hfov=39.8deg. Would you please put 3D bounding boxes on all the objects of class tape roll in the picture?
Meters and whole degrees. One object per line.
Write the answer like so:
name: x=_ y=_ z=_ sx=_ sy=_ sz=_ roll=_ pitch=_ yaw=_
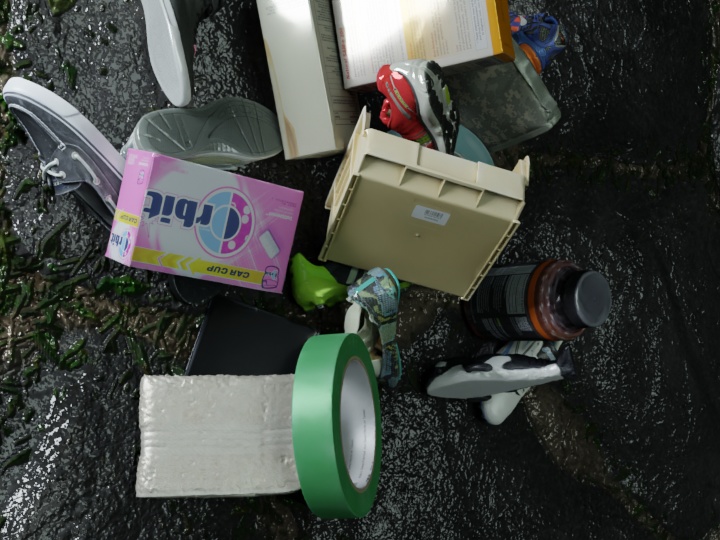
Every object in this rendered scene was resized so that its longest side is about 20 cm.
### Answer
tape roll: x=-0.023 y=0.173 z=1.111 sx=0.200 sy=0.047 sz=0.205 roll=-5 pitch=90 yaw=-76

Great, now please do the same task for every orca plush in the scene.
orca plush: x=0.180 y=0.117 z=1.314 sx=0.105 sy=0.197 sz=0.072 roll=45 pitch=35 yaw=-52

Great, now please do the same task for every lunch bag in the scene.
lunch bag: x=0.154 y=-0.242 z=1.283 sx=0.165 sy=0.199 sz=0.118 roll=51 pitch=61 yaw=-21

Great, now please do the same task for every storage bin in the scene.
storage bin: x=0.069 y=-0.075 z=1.152 sx=0.197 sy=0.199 sz=0.095 roll=16 pitch=54 yaw=-8

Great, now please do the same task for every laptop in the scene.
laptop: x=-0.110 y=0.158 z=1.179 sx=0.200 sy=0.114 sz=0.190 roll=45 pitch=59 yaw=-58

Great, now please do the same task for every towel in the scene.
towel: x=-0.145 y=0.180 z=1.092 sx=0.196 sy=0.034 sz=0.135 roll=2 pitch=75 yaw=-13

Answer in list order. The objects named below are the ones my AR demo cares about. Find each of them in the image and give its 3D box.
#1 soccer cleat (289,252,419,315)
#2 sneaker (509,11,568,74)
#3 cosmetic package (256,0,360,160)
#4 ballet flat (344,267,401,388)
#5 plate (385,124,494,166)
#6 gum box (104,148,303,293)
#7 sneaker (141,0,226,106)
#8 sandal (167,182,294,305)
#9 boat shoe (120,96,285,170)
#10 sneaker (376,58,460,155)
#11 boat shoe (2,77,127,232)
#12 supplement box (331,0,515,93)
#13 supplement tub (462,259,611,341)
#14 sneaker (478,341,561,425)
soccer cleat: x=0.000 y=0.000 z=1.239 sx=0.197 sy=0.067 sz=0.082 roll=-8 pitch=79 yaw=-36
sneaker: x=0.235 y=-0.319 z=1.369 sx=0.078 sy=0.201 sz=0.076 roll=-29 pitch=117 yaw=7
cosmetic package: x=-0.058 y=-0.237 z=1.183 sx=0.105 sy=0.070 sz=0.204 roll=-16 pitch=97 yaw=-67
ballet flat: x=0.010 y=0.079 z=1.201 sx=0.074 sy=0.074 sz=0.202 roll=-39 pitch=143 yaw=-31
plate: x=0.087 y=-0.093 z=1.273 sx=0.196 sy=0.026 sz=0.204 roll=-4 pitch=108 yaw=-12
gum box: x=-0.158 y=-0.049 z=1.061 sx=0.198 sy=0.066 sz=0.116 roll=11 pitch=93 yaw=-38
sneaker: x=-0.185 y=-0.279 z=1.099 sx=0.098 sy=0.070 sz=0.204 roll=-7 pitch=77 yaw=-34
sandal: x=-0.133 y=-0.030 z=1.150 sx=0.200 sy=0.048 sz=0.076 roll=-45 pitch=112 yaw=-29
boat shoe: x=-0.174 y=-0.147 z=1.126 sx=0.200 sy=0.064 sz=0.076 roll=-15 pitch=84 yaw=-41
sneaker: x=0.066 y=-0.179 z=1.170 sx=0.201 sy=0.083 sz=0.078 roll=65 pitch=36 yaw=-55
boat shoe: x=-0.297 y=-0.109 z=1.026 sx=0.200 sy=0.071 sz=0.068 roll=48 pitch=60 yaw=-32
supplement box: x=0.072 y=-0.290 z=1.161 sx=0.073 sy=0.197 sz=0.129 roll=-13 pitch=95 yaw=-68
supplement tub: x=0.236 y=0.041 z=1.324 sx=0.106 sy=0.199 sz=0.109 roll=2 pitch=86 yaw=-36
sneaker: x=0.231 y=0.131 z=1.394 sx=0.072 sy=0.072 sz=0.201 roll=50 pitch=62 yaw=-24
